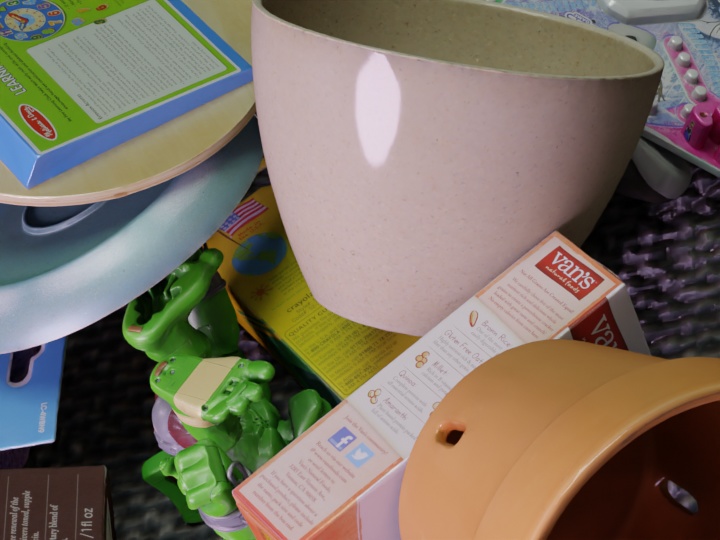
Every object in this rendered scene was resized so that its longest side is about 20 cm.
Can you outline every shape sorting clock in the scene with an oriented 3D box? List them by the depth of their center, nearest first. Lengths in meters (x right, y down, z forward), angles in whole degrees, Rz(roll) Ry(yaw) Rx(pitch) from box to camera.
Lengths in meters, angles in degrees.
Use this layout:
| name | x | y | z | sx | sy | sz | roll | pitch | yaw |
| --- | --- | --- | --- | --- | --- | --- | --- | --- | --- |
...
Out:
| name | x | y | z | sx | sy | sz | roll | pitch | yaw |
| --- | --- | --- | --- | --- | --- | --- | --- | --- | --- |
| shape sorting clock | -0.143 | -0.100 | 1.548 | 0.200 | 0.039 | 0.200 | -2 | 40 | 2 |

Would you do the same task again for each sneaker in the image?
| name | x | y | z | sx | sy | sz | roll | pitch | yaw |
| --- | --- | --- | --- | --- | --- | --- | --- | --- | --- |
| sneaker | 0.091 | -0.062 | 1.609 | 0.200 | 0.077 | 0.082 | 27 | 93 | 41 |

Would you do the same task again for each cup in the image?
| name | x | y | z | sx | sy | sz | roll | pitch | yaw |
| --- | --- | --- | --- | --- | --- | --- | --- | --- | --- |
| cup | 0.036 | -0.049 | 1.451 | 0.200 | 0.143 | 0.200 | 9 | 14 | -2 |

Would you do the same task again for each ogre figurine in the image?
| name | x | y | z | sx | sy | sz | roll | pitch | yaw |
| --- | --- | --- | --- | --- | --- | --- | --- | --- | --- |
| ogre figurine | -0.071 | 0.071 | 1.502 | 0.098 | 0.120 | 0.200 | -34 | 42 | -10 |

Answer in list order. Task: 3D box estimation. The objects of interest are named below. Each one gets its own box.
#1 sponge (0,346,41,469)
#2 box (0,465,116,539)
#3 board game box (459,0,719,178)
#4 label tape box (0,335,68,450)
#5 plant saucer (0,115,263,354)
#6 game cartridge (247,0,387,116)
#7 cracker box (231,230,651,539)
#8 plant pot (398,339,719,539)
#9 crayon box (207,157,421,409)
| name | x | y | z | sx | sy | sz | roll | pitch | yaw |
| --- | --- | --- | --- | --- | --- | --- | --- | --- | --- |
| sponge | -0.237 | 0.111 | 1.616 | 0.111 | 0.030 | 0.200 | -6 | 46 | 22 |
| box | -0.221 | 0.154 | 1.477 | 0.200 | 0.075 | 0.100 | -4 | 35 | -2 |
| board game box | 0.152 | -0.161 | 1.594 | 0.200 | 0.026 | 0.200 | 30 | 50 | 7 |
| label tape box | -0.237 | 0.078 | 1.579 | 0.200 | 0.066 | 0.143 | -12 | 42 | 12 |
| plant saucer | -0.142 | -0.033 | 1.552 | 0.200 | 0.027 | 0.200 | -25 | 27 | 14 |
| game cartridge | -0.049 | -0.176 | 1.605 | 0.041 | 0.133 | 0.200 | 4 | 32 | -33 |
| cracker box | 0.050 | 0.094 | 1.403 | 0.200 | 0.134 | 0.058 | -39 | 47 | -13 |
| plant pot | 0.109 | 0.116 | 1.312 | 0.200 | 0.200 | 0.140 | -38 | 35 | -12 |
| crayon box | 0.000 | 0.000 | 1.589 | 0.127 | 0.051 | 0.200 | -36 | 43 | -10 |
